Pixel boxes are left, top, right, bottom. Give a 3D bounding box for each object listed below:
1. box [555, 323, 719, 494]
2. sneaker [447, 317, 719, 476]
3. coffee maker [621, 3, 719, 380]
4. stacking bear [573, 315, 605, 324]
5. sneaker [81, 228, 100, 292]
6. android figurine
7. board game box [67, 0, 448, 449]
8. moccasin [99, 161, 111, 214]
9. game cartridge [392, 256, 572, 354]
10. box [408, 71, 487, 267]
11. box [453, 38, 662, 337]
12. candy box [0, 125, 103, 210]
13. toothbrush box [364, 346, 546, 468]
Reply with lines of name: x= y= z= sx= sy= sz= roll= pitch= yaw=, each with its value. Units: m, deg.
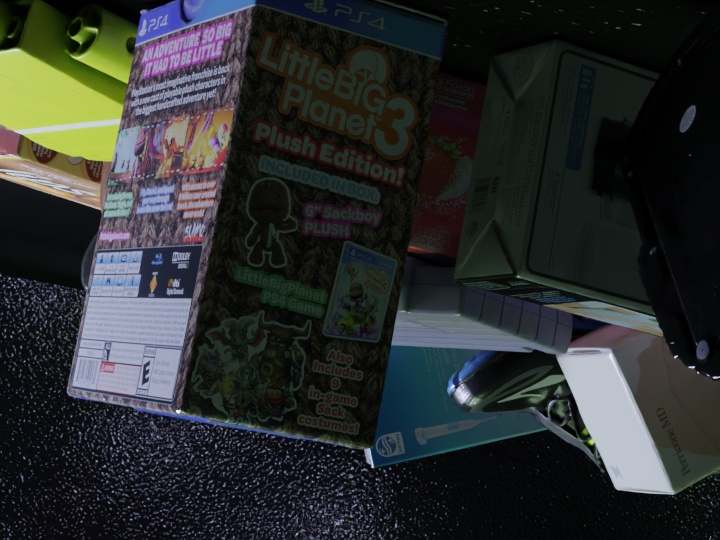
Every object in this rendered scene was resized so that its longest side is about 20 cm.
box: x=0.224 y=0.044 z=1.055 sx=0.199 sy=0.095 sz=0.078 roll=-27 pitch=-175 yaw=-18
sneaker: x=0.148 y=0.081 z=1.096 sx=0.199 sy=0.083 sz=0.071 roll=11 pitch=147 yaw=-22
coffee maker: x=0.219 y=0.004 z=0.710 sx=0.199 sy=0.193 sz=0.135 roll=12 pitch=158 yaw=-24
stacking bear: x=0.066 y=-0.028 z=1.106 sx=0.199 sy=0.114 sz=0.121 roll=20 pitch=173 yaw=-28
sneaker: x=-0.102 y=-0.036 z=1.055 sx=0.200 sy=0.075 sz=0.084 roll=-31 pitch=168 yaw=32
android figurine: x=-0.172 y=-0.108 z=1.020 sx=0.182 sy=0.041 sz=0.200 roll=-2 pitch=160 yaw=45
board game box: x=-0.053 y=-0.026 z=0.872 sx=0.096 sy=0.201 sz=0.159 roll=13 pitch=174 yaw=-26
moccasin: x=-0.124 y=-0.068 z=1.222 sx=0.073 sy=0.078 sz=0.201 roll=-8 pitch=-177 yaw=21
game cartridge: x=0.001 y=0.017 z=1.013 sx=0.199 sy=0.039 sz=0.129 roll=2 pitch=165 yaw=33
box: x=0.082 y=-0.040 z=0.993 sx=0.199 sy=0.096 sz=0.100 roll=13 pitch=173 yaw=-19
box: x=0.152 y=-0.029 z=0.891 sx=0.199 sy=0.117 sz=0.060 roll=16 pitch=170 yaw=-26
candy box: x=-0.204 y=-0.083 z=1.297 sx=0.115 sy=0.056 sz=0.200 roll=7 pitch=172 yaw=37
toothbrush box: x=0.094 y=0.074 z=1.263 sx=0.199 sy=0.086 sz=0.146 roll=-11 pitch=175 yaw=-1
